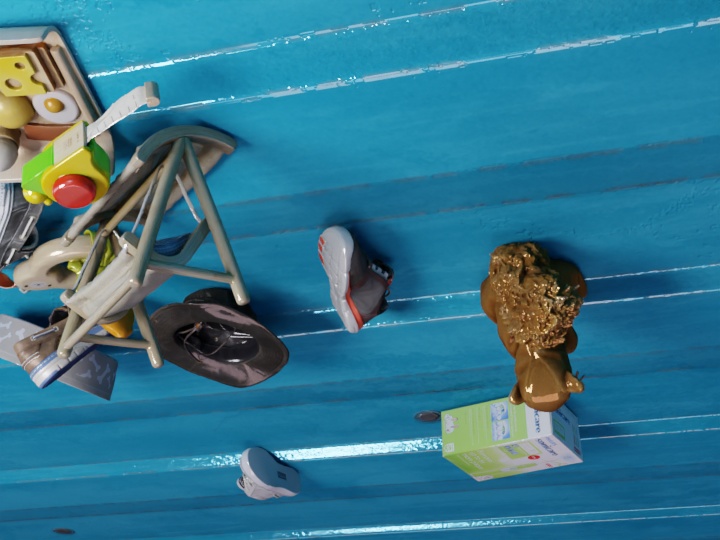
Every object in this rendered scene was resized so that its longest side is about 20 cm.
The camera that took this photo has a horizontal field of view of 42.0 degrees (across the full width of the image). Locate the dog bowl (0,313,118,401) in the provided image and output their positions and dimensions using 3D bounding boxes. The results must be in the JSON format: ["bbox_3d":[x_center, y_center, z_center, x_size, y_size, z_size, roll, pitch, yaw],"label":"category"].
[{"bbox_3d":[-0.432,0.121,1.318,0.199,0.059,0.200,20,168,5],"label":"dog bowl"}]

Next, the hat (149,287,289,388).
[{"bbox_3d":[-0.192,0.077,1.288,0.199,0.081,0.201,4,141,3],"label":"hat"}]

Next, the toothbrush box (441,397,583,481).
[{"bbox_3d":[0.256,0.283,1.595,0.199,0.087,0.146,-18,144,26],"label":"toothbrush box"}]

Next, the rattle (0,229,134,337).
[{"bbox_3d":[-0.372,0.039,1.172,0.198,0.144,0.130,-18,176,12],"label":"rattle"}]

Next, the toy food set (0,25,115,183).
[{"bbox_3d":[-0.343,-0.159,0.930,0.142,0.061,0.201,-2,148,6],"label":"toy food set"}]

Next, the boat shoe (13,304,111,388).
[{"bbox_3d":[-0.366,0.071,1.220,0.072,0.200,0.072,48,120,-3],"label":"boat shoe"}]

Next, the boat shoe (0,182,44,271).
[{"bbox_3d":[-0.419,-0.038,1.115,0.070,0.073,0.200,9,153,-27],"label":"boat shoe"}]

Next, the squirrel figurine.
[{"bbox_3d":[0.214,0.072,1.161,0.140,0.188,0.200,-7,147,14],"label":"squirrel figurine"}]

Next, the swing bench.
[{"bbox_3d":[-0.227,-0.028,0.995,0.129,0.202,0.199,11,148,-36],"label":"swing bench"}]

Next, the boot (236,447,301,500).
[{"bbox_3d":[-0.201,0.403,1.810,0.095,0.074,0.200,-19,144,18],"label":"boot"}]

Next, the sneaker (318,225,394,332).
[{"bbox_3d":[0.000,0.000,1.187,0.081,0.077,0.201,-24,150,-10],"label":"sneaker"}]

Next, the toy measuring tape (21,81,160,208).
[{"bbox_3d":[-0.254,-0.114,0.923,0.199,0.074,0.073,-28,139,23],"label":"toy measuring tape"}]
